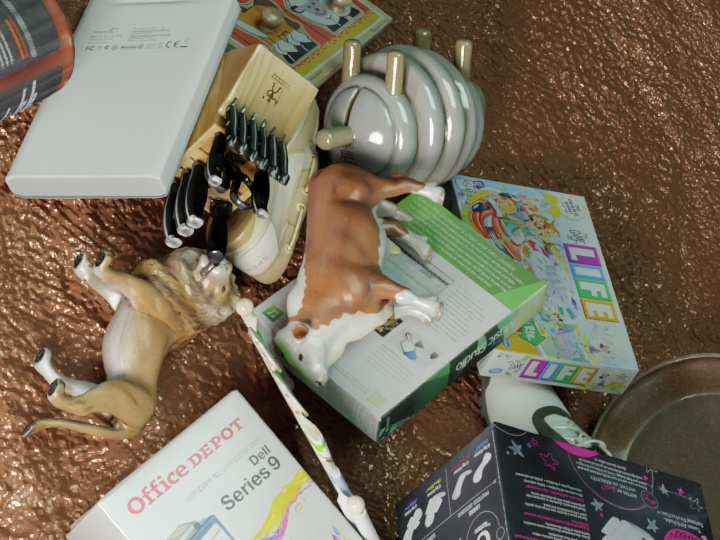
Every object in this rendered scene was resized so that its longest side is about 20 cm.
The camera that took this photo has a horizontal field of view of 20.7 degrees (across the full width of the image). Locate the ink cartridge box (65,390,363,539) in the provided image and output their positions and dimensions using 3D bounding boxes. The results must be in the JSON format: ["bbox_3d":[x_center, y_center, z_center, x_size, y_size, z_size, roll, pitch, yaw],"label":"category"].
[{"bbox_3d":[-0.087,0.210,1.393,0.145,0.088,0.200,-38,85,-35],"label":"ink cartridge box"}]

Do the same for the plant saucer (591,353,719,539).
[{"bbox_3d":[0.285,0.168,1.623,0.037,0.200,0.201,47,32,-57],"label":"plant saucer"}]

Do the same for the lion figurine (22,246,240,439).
[{"bbox_3d":[-0.168,0.060,1.456,0.122,0.072,0.201,36,63,-29],"label":"lion figurine"}]

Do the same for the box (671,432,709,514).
[{"bbox_3d":[0.354,0.227,1.693,0.199,0.048,0.159,7,59,-29],"label":"box"}]

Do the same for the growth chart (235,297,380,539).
[{"bbox_3d":[-0.035,0.122,1.446,0.018,0.145,0.200,-29,62,-5],"label":"growth chart"}]

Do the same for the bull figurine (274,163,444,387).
[{"bbox_3d":[0.000,0.000,1.514,0.121,0.065,0.201,9,55,-7],"label":"bull figurine"}]

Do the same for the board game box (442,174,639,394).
[{"bbox_3d":[0.147,0.010,1.659,0.134,0.034,0.201,9,45,-22],"label":"board game box"}]

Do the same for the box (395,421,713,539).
[{"bbox_3d":[0.144,0.211,1.431,0.199,0.132,0.115,19,46,-28],"label":"box"}]

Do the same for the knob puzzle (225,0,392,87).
[{"bbox_3d":[-0.086,-0.242,1.667,0.219,0.031,0.220,17,39,-14],"label":"knob puzzle"}]

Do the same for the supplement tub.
[{"bbox_3d":[-0.313,-0.146,1.450,0.200,0.107,0.107,-34,84,-41],"label":"supplement tub"}]

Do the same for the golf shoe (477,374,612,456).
[{"bbox_3d":[0.166,0.146,1.597,0.077,0.088,0.201,-13,69,-35],"label":"golf shoe"}]

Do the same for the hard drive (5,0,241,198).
[{"bbox_3d":[-0.182,-0.138,1.529,0.026,0.131,0.201,67,31,-46],"label":"hard drive"}]

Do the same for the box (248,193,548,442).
[{"bbox_3d":[0.031,0.032,1.556,0.144,0.036,0.200,38,57,25],"label":"box"}]

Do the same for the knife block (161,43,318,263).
[{"bbox_3d":[-0.116,-0.085,1.524,0.064,0.200,0.176,37,74,-23],"label":"knife block"}]

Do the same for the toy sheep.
[{"bbox_3d":[0.033,-0.128,1.643,0.199,0.138,0.138,-13,71,-42],"label":"toy sheep"}]

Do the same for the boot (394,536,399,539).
[{"bbox_3d":[0.090,0.292,1.471,0.162,0.073,0.199,23,46,-22],"label":"boot"}]

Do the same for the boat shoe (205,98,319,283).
[{"bbox_3d":[-0.069,-0.069,1.592,0.069,0.074,0.200,49,40,-29],"label":"boat shoe"}]
